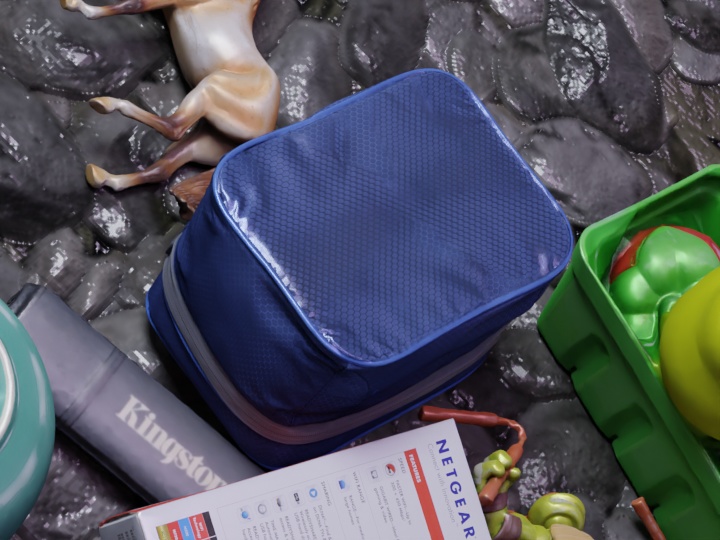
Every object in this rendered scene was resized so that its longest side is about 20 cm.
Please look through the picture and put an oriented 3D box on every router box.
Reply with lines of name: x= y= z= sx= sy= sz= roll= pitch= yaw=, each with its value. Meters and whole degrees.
router box: x=-0.009 y=0.189 z=1.089 sx=0.179 sy=0.049 sz=0.201 roll=-13 pitch=83 yaw=-31

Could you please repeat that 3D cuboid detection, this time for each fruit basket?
fruit basket: x=0.205 y=0.043 z=1.222 sx=0.155 sy=0.216 sz=0.216 roll=-25 pitch=80 yaw=-37

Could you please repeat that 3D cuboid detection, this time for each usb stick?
usb stick: x=-0.099 y=0.085 z=1.127 sx=0.200 sy=0.033 sz=0.056 roll=41 pitch=52 yaw=-7

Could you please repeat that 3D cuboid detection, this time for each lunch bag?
lunch bag: x=0.000 y=0.000 z=1.166 sx=0.199 sy=0.132 sz=0.136 roll=-24 pitch=73 yaw=-37

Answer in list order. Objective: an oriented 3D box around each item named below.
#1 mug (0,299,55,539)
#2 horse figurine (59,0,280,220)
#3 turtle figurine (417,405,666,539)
mug: x=-0.202 y=0.081 z=1.017 sx=0.152 sy=0.114 sz=0.185 roll=-36 pitch=86 yaw=-38
horse figurine: x=-0.090 y=-0.111 z=1.222 sx=0.132 sy=0.050 sz=0.201 roll=-5 pitch=68 yaw=-27
turtle figurine: x=0.104 y=0.158 z=1.175 sx=0.200 sy=0.064 sz=0.162 roll=36 pitch=20 yaw=-28
